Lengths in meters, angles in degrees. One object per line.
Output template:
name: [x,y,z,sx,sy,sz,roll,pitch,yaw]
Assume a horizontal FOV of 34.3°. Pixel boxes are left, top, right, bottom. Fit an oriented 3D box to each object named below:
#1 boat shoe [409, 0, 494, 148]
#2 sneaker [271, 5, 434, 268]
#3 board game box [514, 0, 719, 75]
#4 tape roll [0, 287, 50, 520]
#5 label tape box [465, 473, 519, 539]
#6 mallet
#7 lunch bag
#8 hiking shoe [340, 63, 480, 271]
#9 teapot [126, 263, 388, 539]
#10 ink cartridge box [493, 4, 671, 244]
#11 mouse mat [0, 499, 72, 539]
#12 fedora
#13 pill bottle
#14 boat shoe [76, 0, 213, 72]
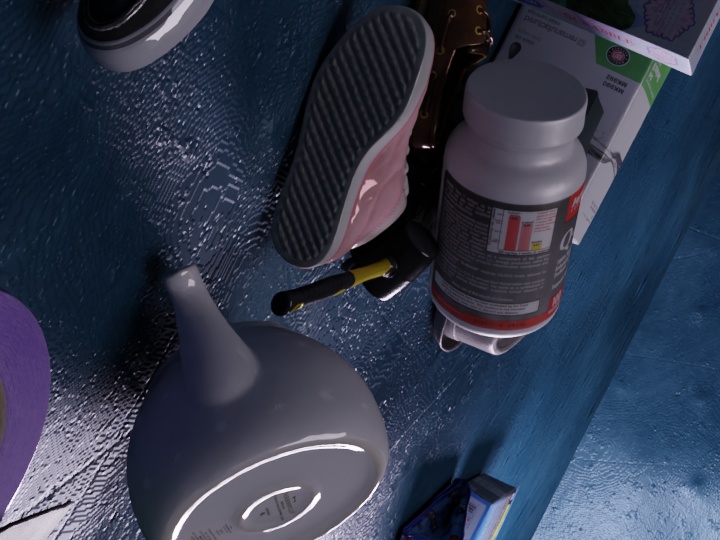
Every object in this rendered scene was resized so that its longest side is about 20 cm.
boat shoe: [0.076,-0.189,0.926,0.202,0.067,0.072,-63,159,1]
sneaker: [0.006,-0.098,0.865,0.104,0.075,0.202,-13,132,-63]
board game box: [0.236,-0.297,0.989,0.202,0.198,0.041,-63,158,0]
tape roll: [-0.235,0.083,0.530,0.201,0.065,0.202,-50,155,-33]
label tape box: [0.188,0.415,1.917,0.145,0.065,0.200,-65,162,8]
mallet: [0.000,0.000,0.877,0.066,0.041,0.199,-41,169,22]
lunch bag: [0.115,0.411,1.728,0.200,0.093,0.153,-42,150,-62]
hiking shoe: [0.049,-0.083,0.979,0.202,0.075,0.100,-67,162,13]
teapot: [-0.082,0.107,0.823,0.195,0.147,0.201,8,133,-41]
ink cartridge box: [0.189,-0.148,1.130,0.202,0.145,0.084,-63,159,1]
mouse mat: [-0.231,0.199,0.641,0.162,0.008,0.200,-51,175,-4]
fedora: [0.168,0.019,1.356,0.200,0.089,0.178,-49,156,-32]
pill bottle: [0.119,-0.056,0.937,0.116,0.115,0.202,-42,147,-42]
boat shoe: [-0.084,-0.193,0.554,0.202,0.069,0.066,-59,151,-11]
